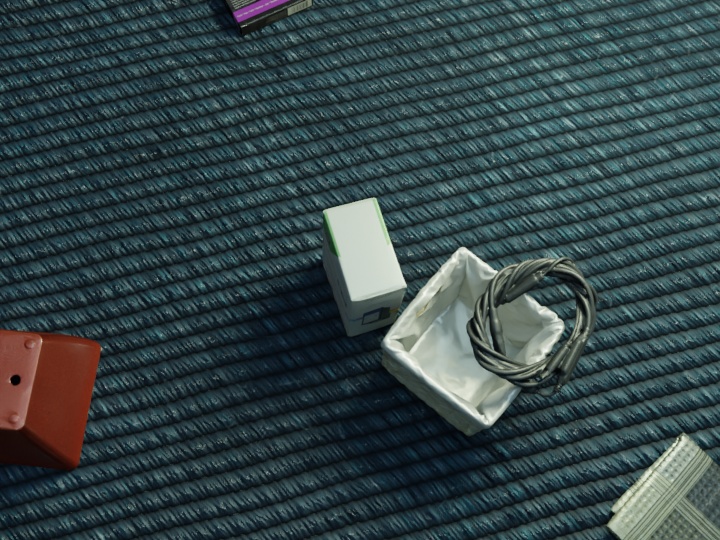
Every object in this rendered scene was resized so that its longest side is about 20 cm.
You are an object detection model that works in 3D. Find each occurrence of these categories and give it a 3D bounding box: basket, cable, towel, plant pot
[{"bbox_3d":[0.161,0.114,1.350,0.200,0.161,0.198,38,75,11],"label":"basket"},{"bbox_3d":[0.243,0.066,1.265,0.163,0.051,0.200,26,77,11],"label":"cable"},{"bbox_3d":[0.488,0.379,1.346,0.200,0.035,0.193,-43,81,-15],"label":"towel"},{"bbox_3d":[-0.513,0.170,1.309,0.200,0.176,0.200,6,72,1],"label":"plant pot"}]

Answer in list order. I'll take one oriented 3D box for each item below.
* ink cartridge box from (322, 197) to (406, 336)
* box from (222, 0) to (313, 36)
[{"bbox_3d":[0.000,0.000,1.363,0.087,0.200,0.146,-16,72,-10],"label":"ink cartridge box"},{"bbox_3d":[-0.192,-0.530,1.613,0.143,0.036,0.200,-26,76,-10],"label":"box"}]
